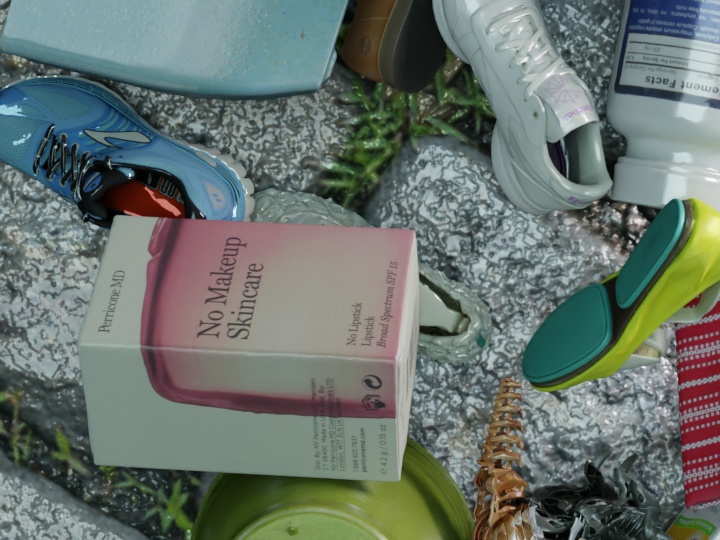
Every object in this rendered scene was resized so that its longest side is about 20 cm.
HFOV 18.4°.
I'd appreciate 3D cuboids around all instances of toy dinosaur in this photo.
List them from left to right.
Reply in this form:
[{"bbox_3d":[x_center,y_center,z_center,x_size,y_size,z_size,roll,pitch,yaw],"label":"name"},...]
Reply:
[{"bbox_3d":[0.121,0.174,1.437,0.135,0.102,0.200,-14,118,-16],"label":"toy dinosaur"}]

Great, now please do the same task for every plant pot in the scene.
[{"bbox_3d":[-0.099,-0.201,1.433,0.200,0.196,0.196,17,93,-3],"label":"plant pot"},{"bbox_3d":[-0.023,0.202,1.433,0.200,0.193,0.201,0,91,3],"label":"plant pot"}]

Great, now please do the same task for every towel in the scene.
[{"bbox_3d":[0.263,0.045,1.421,0.144,0.022,0.200,-20,55,33],"label":"towel"}]

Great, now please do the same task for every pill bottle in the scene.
[{"bbox_3d":[0.222,-0.138,1.448,0.111,0.111,0.201,10,92,3],"label":"pill bottle"}]

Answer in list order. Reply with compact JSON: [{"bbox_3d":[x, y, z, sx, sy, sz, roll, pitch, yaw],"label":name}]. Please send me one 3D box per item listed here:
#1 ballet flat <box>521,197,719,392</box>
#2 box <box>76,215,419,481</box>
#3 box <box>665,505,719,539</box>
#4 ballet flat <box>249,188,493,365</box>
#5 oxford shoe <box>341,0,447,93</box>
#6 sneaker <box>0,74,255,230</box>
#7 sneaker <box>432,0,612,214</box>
[{"bbox_3d":[0.183,0.027,1.446,0.067,0.067,0.200,20,137,-21],"label":"ballet flat"},{"bbox_3d":[-0.066,0.048,1.401,0.199,0.128,0.109,3,131,5],"label":"box"},{"bbox_3d":[0.293,0.155,1.452,0.112,0.101,0.200,37,93,-5],"label":"box"},{"bbox_3d":[0.000,0.000,1.490,0.200,0.072,0.072,25,93,3],"label":"ballet flat"},{"bbox_3d":[0.041,-0.220,1.484,0.071,0.071,0.200,20,81,40],"label":"oxford shoe"},{"bbox_3d":[-0.171,-0.072,1.472,0.200,0.090,0.079,21,110,12],"label":"sneaker"},{"bbox_3d":[0.114,-0.132,1.447,0.075,0.100,0.200,-29,105,-22],"label":"sneaker"}]
